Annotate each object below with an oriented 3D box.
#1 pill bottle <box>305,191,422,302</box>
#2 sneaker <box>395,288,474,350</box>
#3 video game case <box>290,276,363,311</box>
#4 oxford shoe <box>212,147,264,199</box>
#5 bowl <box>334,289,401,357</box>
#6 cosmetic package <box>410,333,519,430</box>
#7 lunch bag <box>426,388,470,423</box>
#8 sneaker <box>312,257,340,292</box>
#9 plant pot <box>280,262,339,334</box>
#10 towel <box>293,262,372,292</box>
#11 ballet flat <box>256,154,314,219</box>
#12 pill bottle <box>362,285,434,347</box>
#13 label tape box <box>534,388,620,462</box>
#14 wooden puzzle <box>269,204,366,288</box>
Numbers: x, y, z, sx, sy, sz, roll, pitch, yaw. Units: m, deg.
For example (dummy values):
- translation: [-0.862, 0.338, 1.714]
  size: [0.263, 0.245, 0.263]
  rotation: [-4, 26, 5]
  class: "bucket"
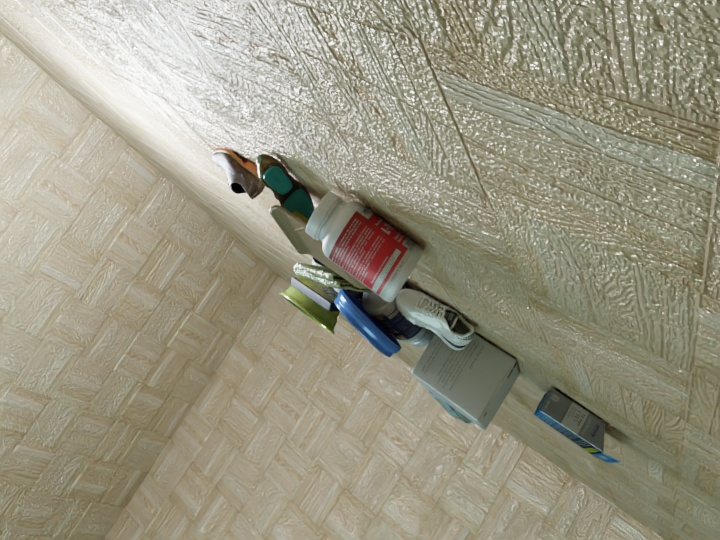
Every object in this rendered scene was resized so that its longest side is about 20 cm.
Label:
- translation: [0.004, -0.046, 1.143]
  size: [0.197, 0.114, 0.112]
  rotation: [35, 172, 4]
  class: "pill bottle"
- translation: [0.169, 0.096, 1.453]
  size: [0.196, 0.078, 0.081]
  rotation: [30, 160, 8]
  class: "sneaker"
- translation: [-0.062, 0.063, 1.709]
  size: [0.177, 0.026, 0.198]
  rotation: [3, -163, -38]
  class: "video game case"
- translation: [-0.296, -0.228, 1.520]
  size: [0.198, 0.074, 0.071]
  rotation: [31, 172, 38]
  class: "oxford shoe"
- translation: [0.015, 0.126, 1.534]
  size: [0.200, 0.039, 0.201]
  rotation: [44, -178, -2]
  class: "bowl"
- translation: [0.255, 0.248, 1.561]
  size: [0.197, 0.167, 0.165]
  rotation: [33, 172, 25]
  class: "cosmetic package"
- translation: [0.307, 0.358, 2.006]
  size: [0.200, 0.162, 0.077]
  rotation: [44, 165, -16]
  class: "lunch bag"
- translation: [-0.091, -0.029, 1.711]
  size: [0.117, 0.075, 0.200]
  rotation: [58, 168, -31]
  class: "sneaker"
- translation: [-0.107, 0.053, 1.920]
  size: [0.198, 0.187, 0.201]
  rotation: [35, 172, 6]
  class: "plant pot"
- translation: [-0.058, 0.020, 1.510]
  size: [0.145, 0.038, 0.198]
  rotation: [10, -176, -39]
  class: "towel"
- translation: [-0.157, -0.171, 1.331]
  size: [0.073, 0.067, 0.200]
  rotation: [54, -176, 37]
  class: "ballet flat"
- translation: [0.101, 0.103, 1.577]
  size: [0.199, 0.112, 0.110]
  rotation: [42, 169, -36]
  class: "pill bottle"
- translation: [0.506, 0.360, 1.499]
  size: [0.197, 0.067, 0.144]
  rotation: [31, 171, 16]
  class: "label tape box"
- translation: [-0.080, -0.053, 1.342]
  size: [0.197, 0.038, 0.186]
  rotation: [28, 163, 31]
  class: "wooden puzzle"
